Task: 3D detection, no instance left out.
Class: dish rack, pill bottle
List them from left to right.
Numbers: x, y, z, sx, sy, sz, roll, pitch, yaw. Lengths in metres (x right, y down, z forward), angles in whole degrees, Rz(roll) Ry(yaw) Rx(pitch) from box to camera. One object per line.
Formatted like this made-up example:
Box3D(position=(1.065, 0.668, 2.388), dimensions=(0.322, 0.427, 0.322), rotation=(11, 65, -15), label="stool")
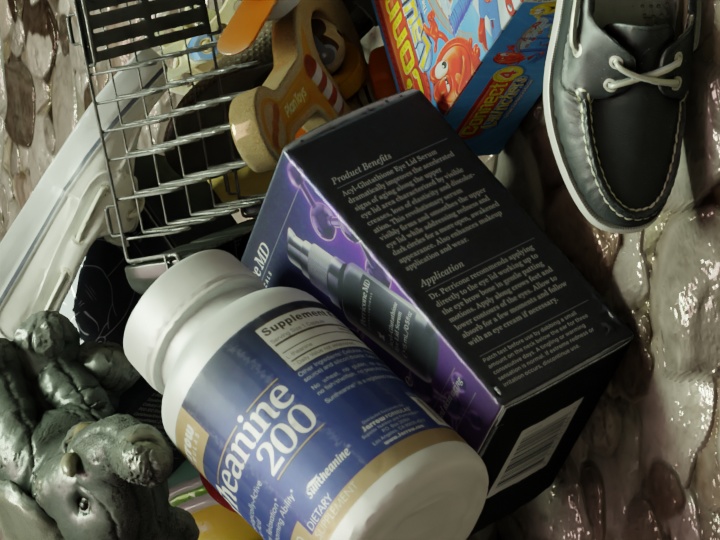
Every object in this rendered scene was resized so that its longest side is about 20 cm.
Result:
Box3D(position=(-0.100, -0.089, 1.617), dimensions=(0.054, 0.153, 0.201), rotation=(-7, 99, 29), label="dish rack")
Box3D(position=(-0.035, 0.080, 1.468), dimensions=(0.200, 0.111, 0.111), rotation=(43, 137, 29), label="pill bottle")

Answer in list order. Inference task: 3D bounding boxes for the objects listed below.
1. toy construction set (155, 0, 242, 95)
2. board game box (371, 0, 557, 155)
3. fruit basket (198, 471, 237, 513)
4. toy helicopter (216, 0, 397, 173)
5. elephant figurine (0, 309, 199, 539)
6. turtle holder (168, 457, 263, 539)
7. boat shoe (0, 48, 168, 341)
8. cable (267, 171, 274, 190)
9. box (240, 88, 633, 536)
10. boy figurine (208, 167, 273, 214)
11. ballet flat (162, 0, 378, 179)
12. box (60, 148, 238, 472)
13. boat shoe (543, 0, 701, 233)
Box3D(position=(-0.062, -0.174, 1.832), dimensions=(0.200, 0.092, 0.132), rotation=(-3, 92, 57), label="toy construction set")
Box3D(position=(0.063, -0.197, 1.557), dimensions=(0.196, 0.056, 0.201), rotation=(124, 136, -56), label="board game box")
Box3D(position=(-0.037, 0.124, 1.638), dimensions=(0.200, 0.094, 0.185), rotation=(42, 170, 24), label="fruit basket")
Box3D(position=(-0.037, -0.116, 1.587), dimensions=(0.200, 0.079, 0.133), rotation=(-58, -51, -63), label="toy helicopter")
Box3D(position=(-0.157, 0.127, 1.575), dimensions=(0.142, 0.155, 0.200), rotation=(-50, 46, 5), label="elephant figurine")
Box3D(position=(-0.073, 0.152, 1.814), dimensions=(0.186, 0.131, 0.141), rotation=(63, -175, 24), label="turtle holder")
Box3D(position=(-0.163, -0.038, 1.656), dimensions=(0.201, 0.066, 0.072), rotation=(-58, 4, -8), label="boat shoe")
Box3D(position=(0.000, 0.000, 1.735), dimensions=(0.200, 0.069, 0.201), rotation=(-120, 34, -47), label="cable")
Box3D(position=(0.034, 0.027, 1.535), dimensions=(0.200, 0.104, 0.148), rotation=(49, 143, 22), label="box")
Box3D(position=(-0.090, -0.075, 1.846), dimensions=(0.200, 0.124, 0.065), rotation=(101, 153, -78), label="boy figurine")
Box3D(position=(-0.047, -0.136, 1.717), dimensions=(0.200, 0.067, 0.046), rotation=(-46, 35, 8), label="ballet flat")
Box3D(position=(-0.159, 0.044, 1.745), dimensions=(0.200, 0.107, 0.149), rotation=(-46, 63, 20), label="box")
Box3D(position=(0.133, -0.120, 1.382), dimensions=(0.060, 0.075, 0.201), rotation=(173, 91, -73), label="boat shoe")
